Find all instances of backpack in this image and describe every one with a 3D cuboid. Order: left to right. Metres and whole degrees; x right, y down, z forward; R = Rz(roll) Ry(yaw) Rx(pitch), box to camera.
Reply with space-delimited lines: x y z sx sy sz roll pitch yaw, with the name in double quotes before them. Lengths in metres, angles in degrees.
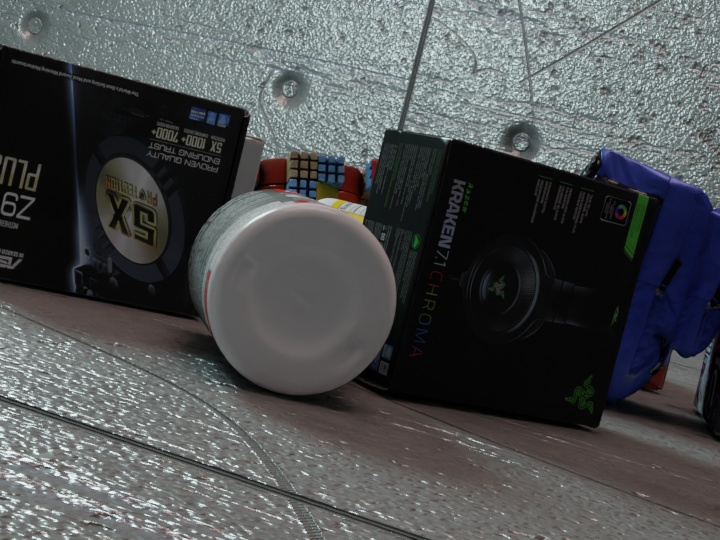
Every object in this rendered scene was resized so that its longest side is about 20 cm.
"backpack" 0.229 0.016 1.214 0.167 0.201 0.162 25 4 16

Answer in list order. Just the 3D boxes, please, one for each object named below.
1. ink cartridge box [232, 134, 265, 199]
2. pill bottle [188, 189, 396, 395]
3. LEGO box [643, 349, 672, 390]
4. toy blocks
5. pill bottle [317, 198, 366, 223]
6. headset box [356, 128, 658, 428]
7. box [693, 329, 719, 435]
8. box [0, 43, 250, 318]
"ink cartridge box" -0.161 -0.061 1.261 0.084 0.145 0.200 12 4 -18
"pill bottle" -0.052 0.006 0.916 0.113 0.115 0.200 13 4 -13
"LEGO box" 0.217 0.056 1.476 0.148 0.078 0.200 13 4 -14
"toy blocks" -0.051 -0.071 1.341 0.199 0.101 0.137 4 -13 -11
"pill bottle" 0.000 0.000 1.233 0.199 0.112 0.111 15 4 16
"headset box" 0.100 0.009 1.006 0.199 0.175 0.093 13 3 -31
"box" 0.369 0.093 1.229 0.131 0.115 0.200 13 2 7
"box" -0.203 -0.067 1.063 0.199 0.165 0.086 13 4 -25
